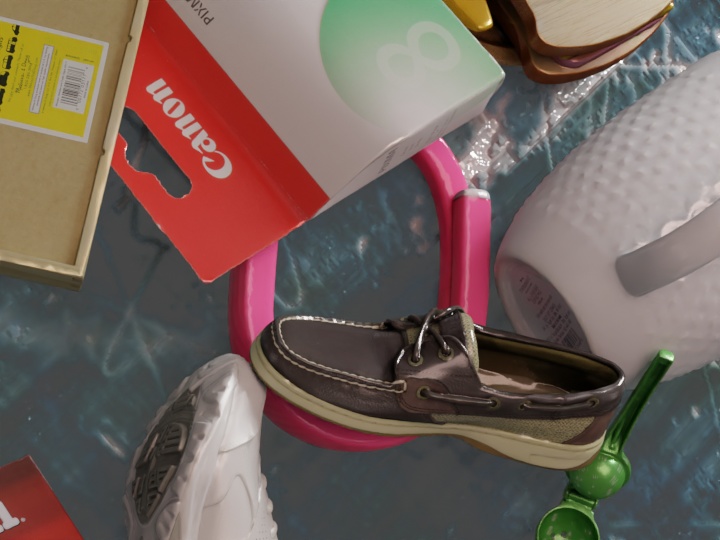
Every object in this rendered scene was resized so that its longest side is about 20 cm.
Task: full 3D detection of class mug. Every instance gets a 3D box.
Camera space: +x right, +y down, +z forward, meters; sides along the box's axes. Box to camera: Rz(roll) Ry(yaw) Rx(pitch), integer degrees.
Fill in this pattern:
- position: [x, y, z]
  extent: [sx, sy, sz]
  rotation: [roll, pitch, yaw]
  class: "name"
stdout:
- position: [0.175, -0.021, 1.237]
  extent: [0.175, 0.200, 0.148]
  rotation: [-33, 91, -19]
  class: "mug"

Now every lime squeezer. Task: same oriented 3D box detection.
- position: [0.120, 0.128, 1.240]
  extent: [0.038, 0.071, 0.200]
  rotation: [25, 98, 12]
  class: "lime squeezer"

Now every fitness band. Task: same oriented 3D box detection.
- position: [0.000, 0.000, 1.242]
  extent: [0.143, 0.037, 0.200]
  rotation: [10, 74, -22]
  class: "fitness band"

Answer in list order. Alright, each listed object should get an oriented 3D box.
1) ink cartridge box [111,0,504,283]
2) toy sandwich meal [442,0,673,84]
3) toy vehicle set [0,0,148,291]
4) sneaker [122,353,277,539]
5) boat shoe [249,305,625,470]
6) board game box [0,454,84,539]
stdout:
- position: [-0.048, -0.108, 1.213]
  extent: [0.200, 0.050, 0.161]
  rotation: [-32, 75, -28]
  class: "ink cartridge box"
- position: [0.094, -0.205, 1.310]
  extent: [0.205, 0.070, 0.205]
  rotation: [5, 77, -24]
  class: "toy sandwich meal"
- position: [-0.182, -0.099, 1.170]
  extent: [0.124, 0.027, 0.200]
  rotation: [14, 73, -8]
  class: "toy vehicle set"
- position: [-0.071, 0.145, 1.165]
  extent: [0.099, 0.078, 0.200]
  rotation: [17, 81, -27]
  class: "sneaker"
- position: [0.043, 0.048, 1.181]
  extent: [0.200, 0.065, 0.073]
  rotation: [12, 35, -21]
  class: "boat shoe"
- position: [-0.222, 0.169, 1.089]
  extent: [0.200, 0.019, 0.103]
  rotation: [-24, 61, -27]
  class: "board game box"
